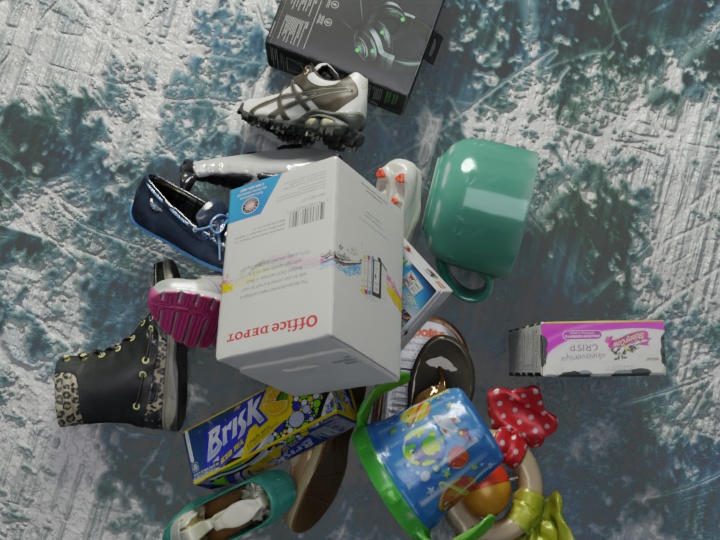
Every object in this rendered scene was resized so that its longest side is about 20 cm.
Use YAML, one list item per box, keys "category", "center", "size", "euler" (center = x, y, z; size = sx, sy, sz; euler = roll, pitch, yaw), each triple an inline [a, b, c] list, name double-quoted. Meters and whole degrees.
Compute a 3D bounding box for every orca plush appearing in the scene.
- category: "orca plush"
  center: [-0.119, -0.101, 1.216]
  size: [0.198, 0.105, 0.072]
  euler: [-9, 116, -6]

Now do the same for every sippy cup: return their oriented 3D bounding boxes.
- category: "sippy cup"
  center: [0.079, 0.199, 1.083]
  size: [0.130, 0.140, 0.179]
  euler: [-34, 96, 2]

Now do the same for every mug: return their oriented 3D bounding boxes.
- category: "mug"
  center: [0.132, -0.062, 1.178]
  size: [0.113, 0.152, 0.187]
  euler: [14, 84, 3]

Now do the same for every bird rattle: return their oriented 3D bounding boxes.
- category: "bird rattle"
  center: [0.166, 0.239, 1.156]
  size: [0.162, 0.113, 0.202]
  euler: [-12, 89, -20]

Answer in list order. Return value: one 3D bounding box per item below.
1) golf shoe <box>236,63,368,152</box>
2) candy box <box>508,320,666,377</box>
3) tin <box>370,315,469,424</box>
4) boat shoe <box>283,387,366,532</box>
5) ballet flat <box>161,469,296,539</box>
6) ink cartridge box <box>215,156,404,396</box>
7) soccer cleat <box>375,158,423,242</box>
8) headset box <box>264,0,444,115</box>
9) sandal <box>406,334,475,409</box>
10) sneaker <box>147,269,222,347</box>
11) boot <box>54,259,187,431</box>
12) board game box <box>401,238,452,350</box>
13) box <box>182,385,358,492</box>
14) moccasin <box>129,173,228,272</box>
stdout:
- category: "golf shoe"
  center: [-0.063, -0.199, 1.187]
  size: [0.199, 0.077, 0.095]
  euler: [14, 86, 39]
- category: "candy box"
  center: [0.252, 0.091, 1.143]
  size: [0.135, 0.200, 0.062]
  euler: [-1, 85, -2]
- category: "tin"
  center: [0.074, 0.153, 1.213]
  size: [0.111, 0.042, 0.202]
  euler: [7, 84, -5]
- category: "boat shoe"
  center: [-0.054, 0.210, 1.194]
  size: [0.064, 0.071, 0.202]
  euler: [14, 80, 34]
- category: "ballet flat"
  center: [-0.166, 0.286, 1.144]
  size: [0.199, 0.070, 0.068]
  euler: [-31, 77, 17]
- category: "ink cartridge box"
  center: [-0.049, 0.014, 1.062]
  size: [0.146, 0.144, 0.202]
  euler: [-13, 61, 30]
- category: "soccer cleat"
  center: [0.034, -0.036, 1.218]
  size: [0.069, 0.077, 0.202]
  euler: [22, 101, 29]
- category: "headset box"
  center: [0.005, -0.309, 1.227]
  size: [0.198, 0.093, 0.176]
  euler: [19, 84, 0]
- category: "sandal"
  center: [0.078, 0.175, 1.166]
  size: [0.081, 0.055, 0.201]
  euler: [25, 85, 0]
- category: "sneaker"
  center: [-0.159, 0.036, 1.173]
  size: [0.199, 0.082, 0.089]
  euler: [11, 39, -35]
- category: "boot"
  center: [-0.285, 0.091, 1.190]
  size: [0.152, 0.073, 0.206]
  euler: [-2, 83, 1]
- category: "board game box"
  center: [0.000, 0.000, 1.171]
  size: [0.126, 0.035, 0.200]
  euler: [-50, 67, 20]
- category: "box"
  center: [-0.104, 0.182, 1.150]
  size: [0.199, 0.064, 0.071]
  euler: [-28, 59, 15]
- category: "moccasin"
  center: [-0.181, -0.052, 1.160]
  size: [0.198, 0.081, 0.069]
  euler: [22, 116, 7]
